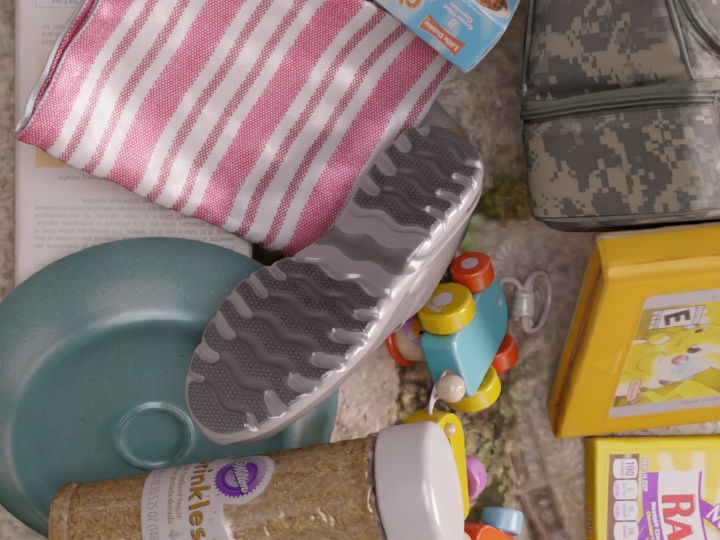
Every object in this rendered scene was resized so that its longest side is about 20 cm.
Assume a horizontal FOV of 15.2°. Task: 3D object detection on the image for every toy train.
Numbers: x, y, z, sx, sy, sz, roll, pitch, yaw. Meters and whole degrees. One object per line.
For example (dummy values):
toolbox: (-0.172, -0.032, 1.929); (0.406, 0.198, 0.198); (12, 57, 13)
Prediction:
toy train: (0.050, 0.091, 1.445); (0.055, 0.150, 0.201); (3, 80, 27)

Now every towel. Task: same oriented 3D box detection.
towel: (-0.056, -0.089, 1.339); (0.199, 0.030, 0.147); (24, 104, -31)

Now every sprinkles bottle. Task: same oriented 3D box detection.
sprinkles bottle: (-0.052, 0.125, 1.341); (0.199, 0.068, 0.069); (-11, 91, 13)

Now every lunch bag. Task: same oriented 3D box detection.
lunch bag: (0.179, -0.108, 1.408); (0.199, 0.139, 0.169); (-3, 87, -45)

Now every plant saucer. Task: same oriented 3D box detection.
plant saucer: (-0.108, 0.078, 1.398); (0.199, 0.036, 0.201); (-4, 120, -6)

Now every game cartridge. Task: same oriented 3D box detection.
game cartridge: (0.209, 0.030, 1.431); (0.199, 0.177, 0.033); (-4, 59, -8)

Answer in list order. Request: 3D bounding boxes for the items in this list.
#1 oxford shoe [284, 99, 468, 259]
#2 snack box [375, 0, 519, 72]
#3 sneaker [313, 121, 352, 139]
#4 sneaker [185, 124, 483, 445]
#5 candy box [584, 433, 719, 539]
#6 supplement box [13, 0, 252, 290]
oxford shoe: (0.000, 0.000, 1.438); (0.058, 0.075, 0.200); (30, 87, 24)
snack box: (-0.002, -0.194, 1.369); (0.200, 0.116, 0.037); (39, 119, -7)
sneaker: (0.010, -0.136, 1.452); (0.200, 0.077, 0.076); (-42, 92, -25)
sneaker: (-0.004, 0.021, 1.357); (0.075, 0.082, 0.200); (37, 70, 26)
candy box: (0.177, 0.191, 1.494); (0.102, 0.026, 0.201); (-1, 90, -12)
supplement box: (-0.121, -0.065, 1.426); (0.125, 0.074, 0.201); (1, 89, -9)
